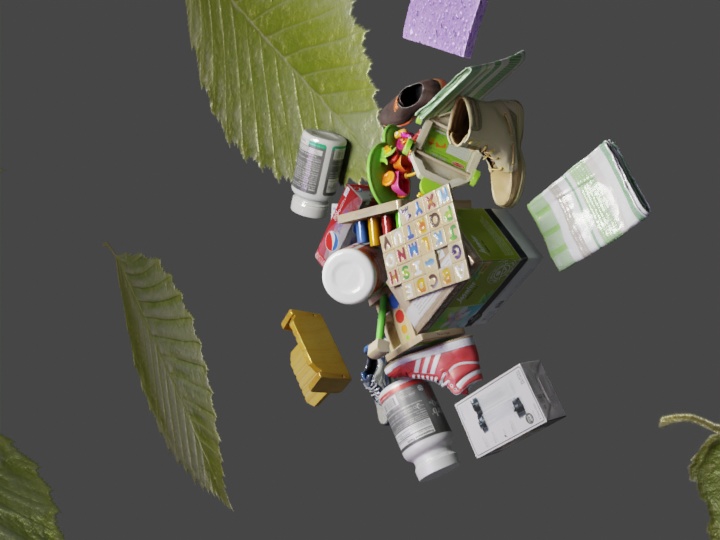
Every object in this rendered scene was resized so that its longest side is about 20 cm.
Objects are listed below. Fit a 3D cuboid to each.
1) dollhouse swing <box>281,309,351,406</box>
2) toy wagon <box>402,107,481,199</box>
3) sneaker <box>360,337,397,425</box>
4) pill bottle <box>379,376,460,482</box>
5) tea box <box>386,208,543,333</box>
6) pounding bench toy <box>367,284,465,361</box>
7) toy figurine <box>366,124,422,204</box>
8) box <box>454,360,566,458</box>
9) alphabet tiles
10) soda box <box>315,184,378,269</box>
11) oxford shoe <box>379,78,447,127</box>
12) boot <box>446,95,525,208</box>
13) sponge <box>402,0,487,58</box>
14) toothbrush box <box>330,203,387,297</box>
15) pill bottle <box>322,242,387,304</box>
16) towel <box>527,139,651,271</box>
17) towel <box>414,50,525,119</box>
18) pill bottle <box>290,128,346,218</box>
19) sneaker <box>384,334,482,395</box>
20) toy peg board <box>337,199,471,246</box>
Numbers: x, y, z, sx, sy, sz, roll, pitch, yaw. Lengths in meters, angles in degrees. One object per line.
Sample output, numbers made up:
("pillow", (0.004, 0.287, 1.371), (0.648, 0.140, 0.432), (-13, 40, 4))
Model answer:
("dollhouse swing", (-0.148, 0.237, 1.819), (0.176, 0.181, 0.201), (-40, 61, 23))
("toy wagon", (0.158, -0.215, 1.366), (0.040, 0.155, 0.201), (119, 175, -80))
("sneaker", (0.038, 0.257, 1.636), (0.077, 0.085, 0.201), (-6, 89, 52))
("pill bottle", (0.126, 0.331, 1.503), (0.116, 0.115, 0.201), (-48, 56, 42))
("tea box", (0.190, -0.001, 1.329), (0.134, 0.196, 0.200), (59, 135, 30))
("pounding bench toy", (0.083, 0.091, 1.471), (0.124, 0.199, 0.157), (-39, 63, 46))
("toy figurine", (0.133, -0.232, 1.474), (0.183, 0.150, 0.201), (-9, 61, 39))
("box", (0.277, 0.264, 1.348), (0.200, 0.060, 0.117), (-46, 58, 43))
("alphabet tiles", (0.107, -0.042, 1.268), (0.200, 0.008, 0.168), (-23, 74, 49))
("soda box", (-0.026, -0.090, 1.568), (0.063, 0.070, 0.201), (49, 126, 33))
("oxford shoe", (0.094, -0.361, 1.525), (0.200, 0.072, 0.072), (-22, 76, 51))
("boot", (0.228, -0.213, 1.297), (0.073, 0.155, 0.201), (9, 101, 51))
("sponge", (0.167, -0.510, 1.455), (0.200, 0.030, 0.112), (36, 121, 44))
("toothbrush box", (0.000, -0.050, 1.659), (0.145, 0.086, 0.201), (15, 105, 50))
("pill bottle", (0.000, 0.000, 1.485), (0.111, 0.200, 0.113), (2, 98, 15))
("towel", (0.379, -0.106, 1.213), (0.200, 0.031, 0.150), (-42, 60, 46))
("towel", (0.203, -0.336, 1.290), (0.152, 0.200, 0.023), (-36, 83, 47))
("pill bottle", (-0.108, -0.238, 1.763), (0.113, 0.113, 0.201), (36, 120, 44))
("sneaker", (0.151, 0.214, 1.451), (0.199, 0.071, 0.113), (-21, 78, 19))
("toy peg board", (0.091, -0.079, 1.447), (0.199, 0.199, 0.098), (-9, 86, 52))
